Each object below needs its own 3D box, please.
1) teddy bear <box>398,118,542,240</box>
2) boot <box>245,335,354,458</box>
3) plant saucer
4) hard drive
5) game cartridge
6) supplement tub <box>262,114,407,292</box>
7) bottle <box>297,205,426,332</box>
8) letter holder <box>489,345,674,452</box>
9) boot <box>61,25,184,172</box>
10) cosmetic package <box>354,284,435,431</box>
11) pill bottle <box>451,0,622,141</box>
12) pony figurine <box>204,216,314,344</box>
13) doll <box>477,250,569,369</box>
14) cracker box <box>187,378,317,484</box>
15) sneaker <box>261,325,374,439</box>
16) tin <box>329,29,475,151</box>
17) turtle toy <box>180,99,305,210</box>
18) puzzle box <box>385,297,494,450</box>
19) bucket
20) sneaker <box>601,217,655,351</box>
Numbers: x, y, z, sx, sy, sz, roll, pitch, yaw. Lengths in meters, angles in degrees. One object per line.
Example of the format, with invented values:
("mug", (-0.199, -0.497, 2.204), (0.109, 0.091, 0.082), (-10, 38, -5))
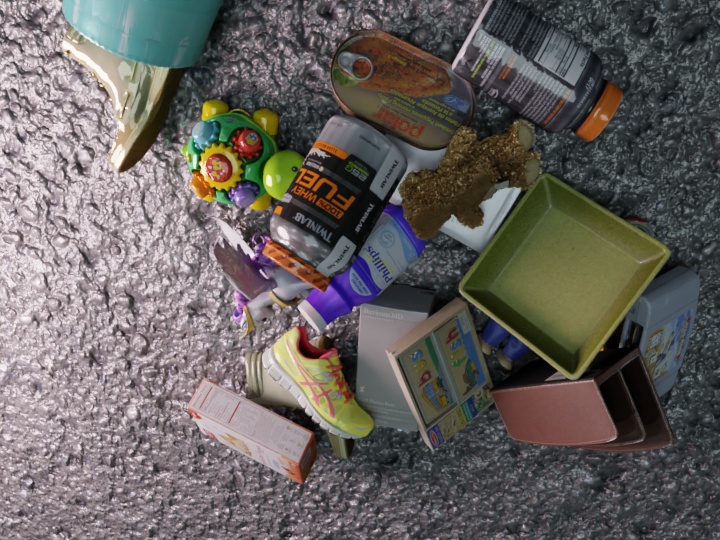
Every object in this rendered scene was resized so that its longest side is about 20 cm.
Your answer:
("teddy bear", (0.141, -0.121, 0.857), (0.199, 0.067, 0.144), (-38, 138, 17))
("boot", (-0.096, 0.213, 1.068), (0.151, 0.072, 0.204), (-11, 103, 14))
("plant saucer", (0.263, 0.007, 0.873), (0.199, 0.048, 0.201), (39, 93, 29))
("hard drive", (0.116, -0.128, 0.919), (0.197, 0.025, 0.133), (29, 113, -1))
("game cartridge", (0.399, 0.100, 0.901), (0.131, 0.041, 0.204), (-18, 124, -27))
("supplement tub", (-0.035, -0.083, 0.848), (0.121, 0.123, 0.203), (30, 85, -2))
("bottle", (0.000, 0.000, 0.919), (0.199, 0.065, 0.084), (-42, 112, -12))
("letter holder", (0.296, 0.199, 0.899), (0.199, 0.099, 0.145), (-24, 89, 59))
("boot", (-0.349, -0.258, 0.932), (0.154, 0.073, 0.202), (31, 112, -3))
("cosmetic package", (0.051, 0.128, 0.999), (0.104, 0.090, 0.204), (6, 115, 11))
("pill bottle", (0.219, -0.240, 0.812), (0.198, 0.107, 0.107), (32, 114, -2))
("pony figurine", (-0.127, -0.006, 0.958), (0.197, 0.167, 0.195), (-28, 116, 2))
("doll", (0.245, 0.043, 0.948), (0.135, 0.049, 0.201), (35, 113, -1))
("cracker box", (-0.168, 0.258, 1.055), (0.197, 0.058, 0.135), (24, 153, 12))
("sneaker", (-0.050, 0.162, 0.971), (0.199, 0.078, 0.091), (41, 103, 5))
("tin", (0.053, -0.231, 0.863), (0.197, 0.042, 0.114), (26, 84, -1))
("turtle toy", (-0.160, -0.148, 0.923), (0.195, 0.101, 0.149), (11, 113, 6))
("puzzle box", (0.122, 0.153, 0.960), (0.132, 0.025, 0.202), (-34, 125, -14))
("bucket", (-0.262, -0.356, 0.812), (0.205, 0.208, 0.136), (31, 122, -2))
("sneaker", (0.361, 0.028, 0.901), (0.076, 0.082, 0.205), (5, 111, 9))
